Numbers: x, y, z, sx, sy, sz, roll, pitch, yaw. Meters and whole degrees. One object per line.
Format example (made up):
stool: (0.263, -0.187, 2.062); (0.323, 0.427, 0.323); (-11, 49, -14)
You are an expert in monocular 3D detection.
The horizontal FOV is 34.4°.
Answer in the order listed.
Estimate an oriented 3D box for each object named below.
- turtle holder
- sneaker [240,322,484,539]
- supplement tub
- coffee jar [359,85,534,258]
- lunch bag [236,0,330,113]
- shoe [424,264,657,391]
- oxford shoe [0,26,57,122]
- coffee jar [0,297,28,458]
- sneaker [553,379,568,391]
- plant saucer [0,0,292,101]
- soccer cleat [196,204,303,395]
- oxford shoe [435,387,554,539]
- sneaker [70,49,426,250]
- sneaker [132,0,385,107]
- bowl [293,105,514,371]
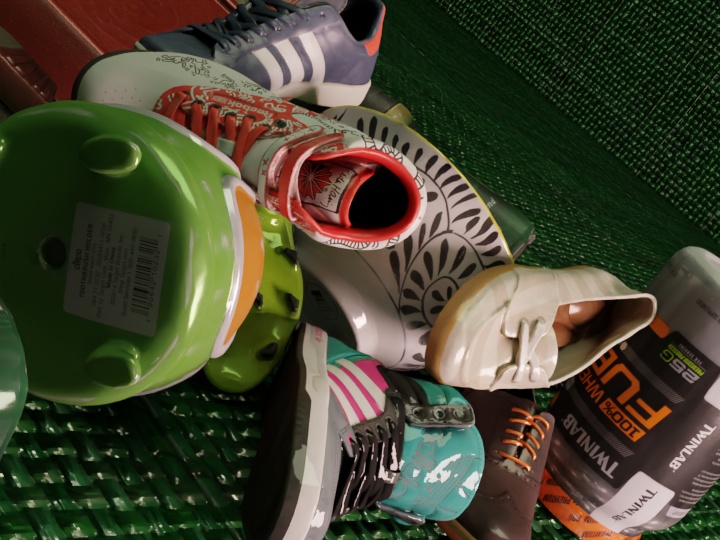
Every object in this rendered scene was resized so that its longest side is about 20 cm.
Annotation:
turtle holder: (-0.132, -0.005, 0.563); (0.132, 0.185, 0.141); (-9, 81, -65)
sneaker: (0.007, 0.102, 0.614); (0.120, 0.084, 0.200); (24, 18, -7)
supplement tub: (0.211, 0.093, 0.811); (0.122, 0.200, 0.123); (33, 17, -11)
coffee jar: (0.045, -0.062, 0.997); (0.200, 0.104, 0.085); (43, -8, 7)
lunch bag: (-0.075, -0.177, 1.097); (0.199, 0.118, 0.164); (18, 25, -34)
shoe: (0.115, 0.032, 0.713); (0.053, 0.070, 0.200); (20, 22, 38)
oxford shoe: (-0.177, -0.046, 0.666); (0.200, 0.075, 0.070); (53, 5, -14)
coffee jar: (-0.204, 0.039, 0.334); (0.085, 0.104, 0.200); (44, 20, 31)
sneaker: (0.206, 0.090, 1.026); (0.200, 0.070, 0.078); (38, 11, 1)
plant saucer: (-0.151, -0.171, 0.784); (0.200, 0.037, 0.200); (45, 37, 3)
soccer cleat: (-0.075, -0.006, 0.716); (0.067, 0.081, 0.201); (19, 53, -22)
oxford shoe: (0.084, 0.115, 0.728); (0.071, 0.073, 0.200); (34, 18, -11)
sneaker: (-0.058, -0.068, 0.628); (0.201, 0.067, 0.108); (21, 6, -13)
sneaker: (-0.058, -0.154, 0.740); (0.075, 0.085, 0.200); (37, 29, 26)
bowl: (0.000, 0.000, 0.775); (0.094, 0.201, 0.201); (-38, 70, -26)
